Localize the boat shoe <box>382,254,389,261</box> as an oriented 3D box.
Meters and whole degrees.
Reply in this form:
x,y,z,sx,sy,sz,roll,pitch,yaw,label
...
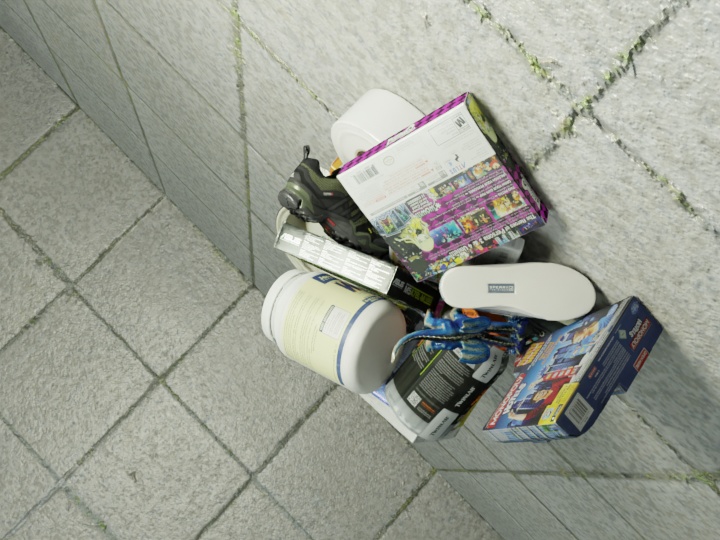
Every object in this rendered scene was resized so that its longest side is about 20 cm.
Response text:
x,y,z,sx,sy,sz,roll,pitch,yaw,label
0.052,-0.042,1.472,0.198,0.071,0.066,32,177,31,boat shoe

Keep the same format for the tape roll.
x,y,z,sx,sy,sz,roll,pitch,yaw,label
0.052,-0.148,1.148,0.202,0.071,0.203,43,166,13,tape roll

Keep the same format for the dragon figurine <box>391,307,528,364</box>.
x,y,z,sx,sy,sz,roll,pitch,yaw,label
0.134,0.085,1.078,0.098,0.197,0.060,11,102,47,dragon figurine

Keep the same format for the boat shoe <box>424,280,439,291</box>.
x,y,z,sx,sy,sz,roll,pitch,yaw,label
0.117,-0.006,1.357,0.199,0.072,0.073,40,167,24,boat shoe

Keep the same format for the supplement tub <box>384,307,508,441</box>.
x,y,z,sx,sy,sz,roll,pitch,yaw,label
0.136,0.144,1.241,0.121,0.201,0.123,33,-159,-15,supplement tub

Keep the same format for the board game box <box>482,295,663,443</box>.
x,y,z,sx,sy,sz,roll,pitch,yaw,label
0.245,0.139,1.035,0.062,0.200,0.199,45,154,-7,board game box

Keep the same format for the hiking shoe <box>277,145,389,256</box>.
x,y,z,sx,sy,sz,roll,pitch,yaw,label
-0.018,-0.093,1.186,0.198,0.102,0.075,31,172,-34,hiking shoe

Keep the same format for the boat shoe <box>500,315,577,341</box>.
x,y,z,sx,sy,sz,roll,pitch,yaw,label
0.236,0.082,1.152,0.196,0.067,0.074,21,179,17,boat shoe

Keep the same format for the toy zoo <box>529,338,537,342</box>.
x,y,z,sx,sy,sz,roll,pitch,yaw,label
0.259,0.066,1.246,0.201,0.020,0.131,50,166,-13,toy zoo

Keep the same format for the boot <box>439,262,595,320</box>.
x,y,z,sx,sy,sz,roll,pitch,yaw,label
0.201,0.023,1.090,0.195,0.075,0.090,7,-179,5,boot

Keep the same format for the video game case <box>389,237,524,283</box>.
x,y,z,sx,sy,sz,roll,pitch,yaw,label
0.126,-0.022,1.155,0.178,0.023,0.201,18,161,9,video game case

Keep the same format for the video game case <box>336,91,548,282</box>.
x,y,z,sx,sy,sz,roll,pitch,yaw,label
0.098,-0.093,1.011,0.198,0.036,0.182,-26,114,35,video game case

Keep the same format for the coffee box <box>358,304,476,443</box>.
x,y,z,sx,sy,sz,roll,pitch,yaw,label
0.110,0.152,1.443,0.199,0.200,0.199,38,-169,26,coffee box

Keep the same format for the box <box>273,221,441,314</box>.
x,y,z,sx,sy,sz,roll,pitch,yaw,label
0.000,0.000,1.218,0.197,0.048,0.193,22,176,28,box

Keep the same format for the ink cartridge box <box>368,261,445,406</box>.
x,y,z,sx,sy,sz,roll,pitch,yaw,label
0.044,0.103,1.349,0.118,0.203,0.042,31,-170,28,ink cartridge box

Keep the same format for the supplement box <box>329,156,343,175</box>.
x,y,z,sx,sy,sz,roll,pitch,yaw,label
0.039,-0.107,1.312,0.200,0.069,0.067,46,164,10,supplement box

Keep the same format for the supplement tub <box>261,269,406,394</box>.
x,y,z,sx,sy,sz,roll,pitch,yaw,label
-0.043,0.089,1.294,0.198,0.146,0.146,22,156,33,supplement tub

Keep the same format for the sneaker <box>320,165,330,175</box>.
x,y,z,sx,sy,sz,roll,pitch,yaw,label
-0.009,-0.118,1.450,0.199,0.071,0.080,37,-169,11,sneaker

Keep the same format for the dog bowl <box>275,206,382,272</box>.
x,y,z,sx,sy,sz,roll,pitch,yaw,label
-0.044,-0.052,1.405,0.198,0.074,0.202,28,145,21,dog bowl
